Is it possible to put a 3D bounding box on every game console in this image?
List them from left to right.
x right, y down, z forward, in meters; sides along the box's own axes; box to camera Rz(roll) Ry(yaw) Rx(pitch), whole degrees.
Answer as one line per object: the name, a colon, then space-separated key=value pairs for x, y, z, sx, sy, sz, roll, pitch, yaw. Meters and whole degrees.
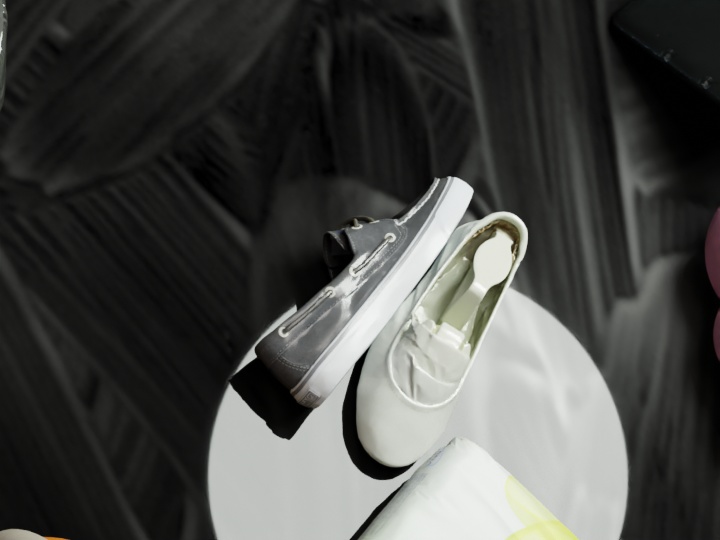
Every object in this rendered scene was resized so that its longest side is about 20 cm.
game console: x=0.323 y=-0.164 z=1.423 sx=0.176 sy=0.116 sz=0.200 roll=19 pitch=20 yaw=-43

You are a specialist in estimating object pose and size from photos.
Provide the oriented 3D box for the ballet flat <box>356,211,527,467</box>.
ballet flat: x=0.056 y=0.035 z=1.237 sx=0.069 sy=0.069 sz=0.200 roll=33 pitch=57 yaw=-4

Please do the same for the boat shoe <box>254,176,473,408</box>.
boat shoe: x=0.000 y=0.000 z=1.236 sx=0.066 sy=0.070 sz=0.200 roll=39 pitch=64 yaw=-2

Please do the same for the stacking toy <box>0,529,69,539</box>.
stacking toy: x=-0.117 y=0.197 z=1.065 sx=0.200 sy=0.146 sz=0.146 roll=-12 pitch=69 yaw=-45

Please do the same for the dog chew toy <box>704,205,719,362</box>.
dog chew toy: x=0.297 y=0.034 z=1.309 sx=0.124 sy=0.125 sz=0.200 roll=14 pitch=68 yaw=-16

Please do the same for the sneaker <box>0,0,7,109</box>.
sneaker: x=-0.289 y=-0.179 z=1.212 sx=0.115 sy=0.076 sz=0.201 roll=-6 pitch=59 yaw=-15

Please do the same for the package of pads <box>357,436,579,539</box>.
package of pads: x=0.083 y=0.217 z=1.153 sx=0.200 sy=0.068 sz=0.155 roll=43 pitch=57 yaw=2
